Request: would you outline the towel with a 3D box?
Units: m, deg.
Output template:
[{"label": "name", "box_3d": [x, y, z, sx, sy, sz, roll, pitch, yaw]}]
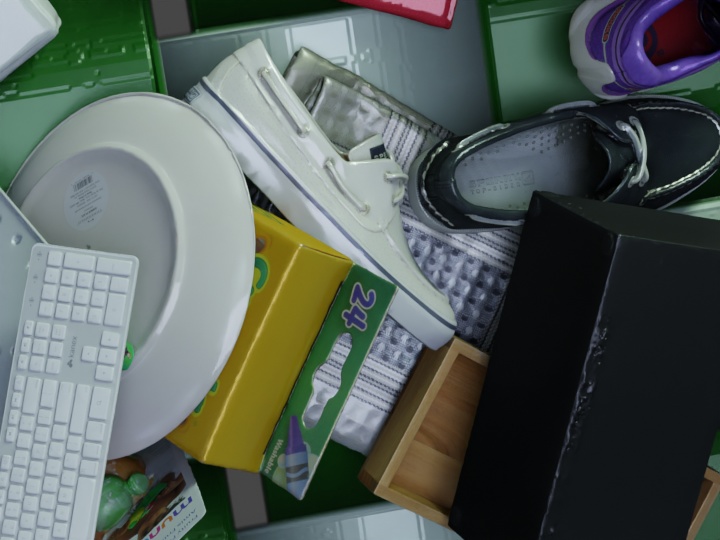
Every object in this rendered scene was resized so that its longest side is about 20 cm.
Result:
[{"label": "towel", "box_3d": [0.000, 0.000, 1.220, 0.199, 0.035, 0.193, 28, 95, -12]}]

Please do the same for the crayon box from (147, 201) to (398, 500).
[{"label": "crayon box", "box_3d": [-0.087, 0.021, 1.134, 0.051, 0.200, 0.126, 18, 99, -52]}]

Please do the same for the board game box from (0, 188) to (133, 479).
[{"label": "board game box", "box_3d": [-0.238, 0.052, 1.132, 0.200, 0.200, 0.026, -46, 146, 2]}]

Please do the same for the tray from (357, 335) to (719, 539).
[{"label": "tray", "box_3d": [0.107, 0.120, 1.239, 0.199, 0.037, 0.099, 27, 92, -22]}]

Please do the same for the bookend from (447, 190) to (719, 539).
[{"label": "bookend", "box_3d": [0.175, 0.073, 1.186, 0.199, 0.092, 0.200, 6, 104, -28]}]

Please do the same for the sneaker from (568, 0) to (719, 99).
[{"label": "sneaker", "box_3d": [0.215, -0.149, 1.191, 0.199, 0.083, 0.081, -33, 110, -17]}]

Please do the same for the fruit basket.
[{"label": "fruit basket", "box_3d": [-0.166, 0.154, 1.137, 0.185, 0.200, 0.094, -43, 103, 1]}]

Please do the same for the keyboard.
[{"label": "keyboard", "box_3d": [-0.152, 0.088, 1.056, 0.056, 0.011, 0.201, 7, 82, 14]}]

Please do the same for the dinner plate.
[{"label": "dinner plate", "box_3d": [-0.139, 0.000, 1.131, 0.024, 0.200, 0.201, 20, 98, -52]}]

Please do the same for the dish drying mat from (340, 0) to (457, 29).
[{"label": "dish drying mat", "box_3d": [-0.035, -0.198, 1.189, 0.199, 0.018, 0.077, 14, 97, -11]}]

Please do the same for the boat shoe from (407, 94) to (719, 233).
[{"label": "boat shoe", "box_3d": [0.128, -0.058, 1.201, 0.199, 0.060, 0.076, -16, 91, -18]}]

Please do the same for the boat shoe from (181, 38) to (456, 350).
[{"label": "boat shoe", "box_3d": [-0.007, -0.044, 1.168, 0.070, 0.071, 0.200, -44, 97, 0]}]

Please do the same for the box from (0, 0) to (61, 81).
[{"label": "box", "box_3d": [-0.267, -0.114, 1.076, 0.199, 0.200, 0.131, -39, 101, -1]}]
